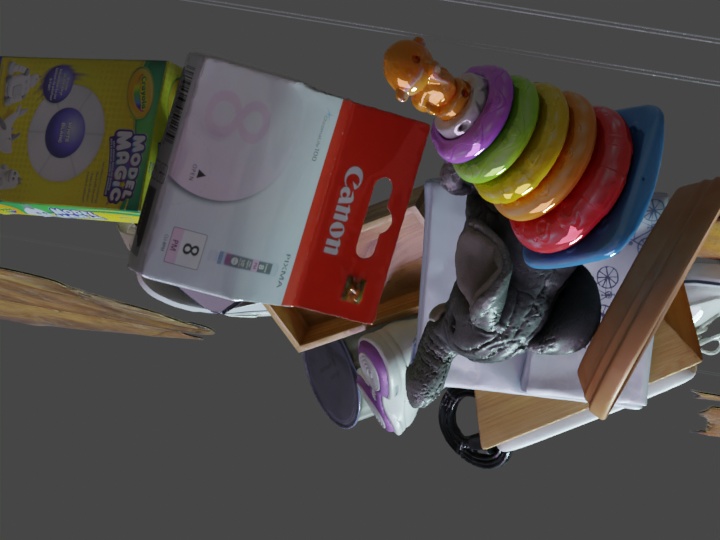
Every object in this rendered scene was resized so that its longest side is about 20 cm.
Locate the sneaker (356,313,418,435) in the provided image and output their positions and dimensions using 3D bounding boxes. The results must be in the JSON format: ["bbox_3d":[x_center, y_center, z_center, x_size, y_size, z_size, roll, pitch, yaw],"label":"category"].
[{"bbox_3d":[0.049,0.090,1.887,0.099,0.075,0.200,-31,166,-11],"label":"sneaker"}]

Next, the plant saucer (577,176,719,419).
[{"bbox_3d":[0.213,0.016,1.531,0.037,0.201,0.200,29,173,8],"label":"plant saucer"}]

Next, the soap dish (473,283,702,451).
[{"bbox_3d":[0.180,0.055,1.755,0.199,0.158,0.081,-24,120,14],"label":"soap dish"}]

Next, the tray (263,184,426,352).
[{"bbox_3d":[0.000,0.000,1.818,0.199,0.037,0.099,-20,117,34],"label":"tray"}]

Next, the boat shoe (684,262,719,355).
[{"bbox_3d":[0.296,0.045,1.909,0.074,0.086,0.202,16,165,-35],"label":"boat shoe"}]

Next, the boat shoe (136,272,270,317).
[{"bbox_3d":[-0.114,0.011,1.914,0.199,0.072,0.066,-2,161,-23],"label":"boat shoe"}]

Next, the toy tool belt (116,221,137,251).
[{"bbox_3d":[-0.119,-0.087,1.588,0.199,0.125,0.123,1,136,35],"label":"toy tool belt"}]

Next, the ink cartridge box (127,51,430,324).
[{"bbox_3d":[-0.051,-0.054,1.484,0.199,0.163,0.057,15,-175,-19],"label":"ink cartridge box"}]

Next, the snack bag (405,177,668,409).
[{"bbox_3d":[0.139,0.016,1.658,0.199,0.189,0.021,6,-159,6],"label":"snack bag"}]

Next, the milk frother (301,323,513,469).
[{"bbox_3d":[0.055,0.120,2.076,0.187,0.201,0.180,-18,171,-24],"label":"milk frother"}]

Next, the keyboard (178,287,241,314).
[{"bbox_3d":[-0.104,-0.042,1.788,0.127,0.021,0.200,40,128,-22],"label":"keyboard"}]

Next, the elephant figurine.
[{"bbox_3d":[0.115,0.009,1.547,0.141,0.201,0.155,11,170,5],"label":"elephant figurine"}]

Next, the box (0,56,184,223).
[{"bbox_3d":[-0.198,-0.096,1.537,0.199,0.118,0.048,5,170,30],"label":"box"}]

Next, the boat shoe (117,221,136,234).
[{"bbox_3d":[-0.134,-0.060,1.834,0.199,0.074,0.066,0,144,20],"label":"boat shoe"}]

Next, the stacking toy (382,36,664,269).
[{"bbox_3d":[0.089,-0.091,1.343,0.200,0.116,0.110,29,160,-29],"label":"stacking toy"}]

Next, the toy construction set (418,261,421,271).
[{"bbox_3d":[0.078,-0.007,1.883,0.199,0.093,0.131,-12,159,40],"label":"toy construction set"}]
